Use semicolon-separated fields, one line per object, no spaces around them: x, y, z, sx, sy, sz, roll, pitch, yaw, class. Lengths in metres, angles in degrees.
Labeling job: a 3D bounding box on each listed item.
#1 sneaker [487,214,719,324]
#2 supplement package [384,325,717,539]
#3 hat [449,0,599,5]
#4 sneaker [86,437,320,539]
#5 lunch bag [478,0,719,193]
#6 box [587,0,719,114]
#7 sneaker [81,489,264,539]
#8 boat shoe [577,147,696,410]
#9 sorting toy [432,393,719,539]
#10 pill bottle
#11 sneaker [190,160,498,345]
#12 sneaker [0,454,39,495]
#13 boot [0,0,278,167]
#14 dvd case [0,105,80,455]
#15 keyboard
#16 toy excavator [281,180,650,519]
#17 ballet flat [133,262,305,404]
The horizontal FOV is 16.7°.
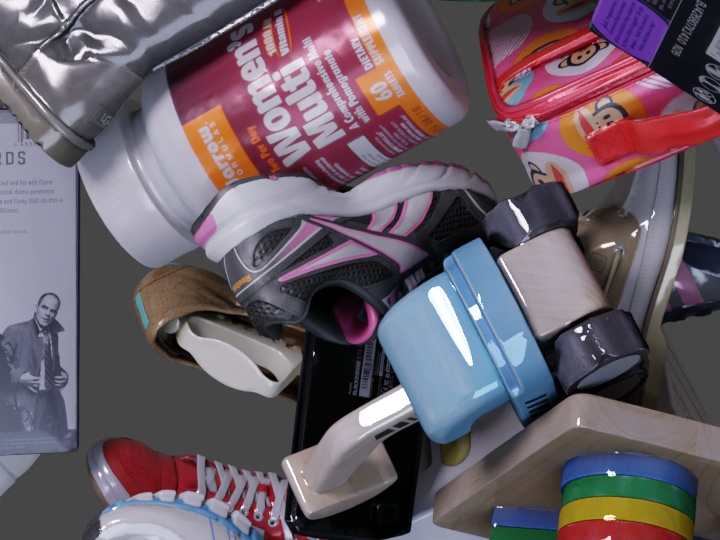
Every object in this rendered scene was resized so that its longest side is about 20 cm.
0.158;0.015;1.403;0.199;0.070;0.083;8;88;2;sneaker
0.122;0.146;1.469;0.199;0.111;0.156;-25;118;13;supplement package
0.001;-0.150;1.226;0.176;0.166;0.200;-41;84;1;hat
-0.065;0.142;1.486;0.112;0.071;0.200;-37;122;23;sneaker
0.163;-0.117;1.276;0.199;0.176;0.082;-24;118;12;lunch bag
0.208;-0.181;1.141;0.106;0.122;0.200;33;73;5;box
-0.073;0.198;1.432;0.199;0.087;0.075;27;128;-23;sneaker
0.137;-0.006;1.332;0.068;0.075;0.201;10;82;0;boat shoe
0.160;0.148;1.299;0.198;0.070;0.200;15;156;-15;sorting toy
-0.049;-0.086;1.330;0.199;0.110;0.110;-28;117;14;pill bottle
0.000;0.000;1.312;0.199;0.087;0.080;-8;157;-39;sneaker
-0.255;0.036;1.436;0.085;0.073;0.200;-46;108;-10;sneaker
-0.128;-0.176;1.292;0.200;0.073;0.182;-43;82;9;boot
-0.233;0.008;1.380;0.149;0.025;0.201;-1;102;-15;dvd case
0.011;0.057;1.411;0.103;0.040;0.201;10;85;-18;keyboard
0.042;0.056;1.282;0.199;0.195;0.100;-26;74;0;toy excavator
-0.040;0.054;1.434;0.199;0.072;0.068;22;119;-13;ballet flat
